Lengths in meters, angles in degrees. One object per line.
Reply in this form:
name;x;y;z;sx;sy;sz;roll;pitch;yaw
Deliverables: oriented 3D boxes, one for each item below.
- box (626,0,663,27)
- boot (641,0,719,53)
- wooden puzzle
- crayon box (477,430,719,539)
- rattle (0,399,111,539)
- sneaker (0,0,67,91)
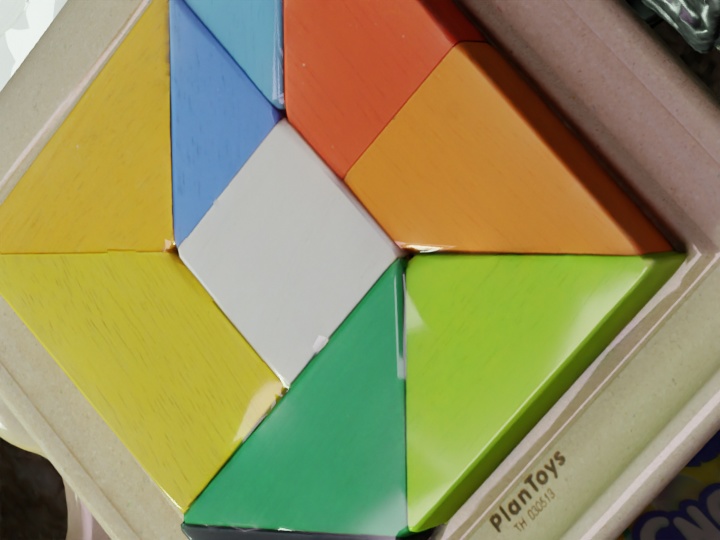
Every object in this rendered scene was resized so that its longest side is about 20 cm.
box;0.046;-0.138;0.645;0.200;0.044;0.160;-31;90;47
boot;0.095;-0.134;0.520;0.158;0.079;0.211;39;108;7
wooden puzzle;-0.013;-0.005;0.621;0.185;0.037;0.200;-50;64;24
crayon box;0.119;0.097;0.646;0.200;0.126;0.052;40;133;20
rattle;-0.113;0.046;0.772;0.130;0.143;0.200;34;103;13
sneaker;-0.053;-0.081;0.722;0.115;0.076;0.201;29;140;-7
